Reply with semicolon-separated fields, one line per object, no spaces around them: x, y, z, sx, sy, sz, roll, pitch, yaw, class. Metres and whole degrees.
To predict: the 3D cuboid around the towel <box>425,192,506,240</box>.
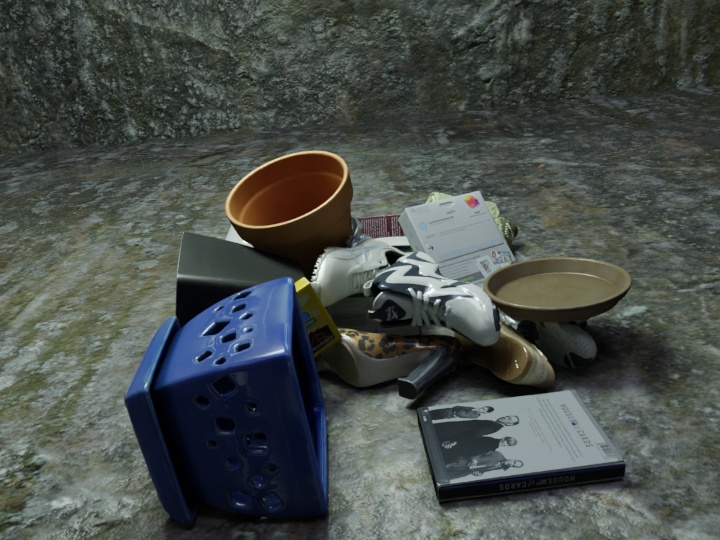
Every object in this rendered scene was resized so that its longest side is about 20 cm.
0.191;-0.047;1.212;0.148;0.037;0.200;7;55;-17;towel

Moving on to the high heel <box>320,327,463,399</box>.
0.039;0.108;0.985;0.200;0.072;0.142;21;32;33;high heel

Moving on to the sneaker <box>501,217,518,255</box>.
0.273;-0.072;1.376;0.090;0.067;0.200;-16;20;-10;sneaker

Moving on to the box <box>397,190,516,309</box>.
0.171;-0.025;1.144;0.156;0.200;0.041;-16;-19;-27;box

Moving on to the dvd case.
0.173;0.193;0.795;0.200;0.025;0.150;-6;21;-2;dvd case

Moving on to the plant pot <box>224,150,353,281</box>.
-0.096;-0.076;1.110;0.200;0.140;0.200;-12;38;10;plant pot

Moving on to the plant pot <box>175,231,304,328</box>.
-0.168;0.069;0.989;0.177;0.200;0.200;1;20;-13;plant pot

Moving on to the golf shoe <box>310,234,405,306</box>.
0.000;0.000;1.035;0.097;0.078;0.200;12;29;25;golf shoe

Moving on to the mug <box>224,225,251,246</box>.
-0.179;-0.036;1.303;0.186;0.150;0.153;-18;24;22;mug

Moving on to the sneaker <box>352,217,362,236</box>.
-0.071;-0.096;1.289;0.114;0.076;0.199;33;6;-30;sneaker

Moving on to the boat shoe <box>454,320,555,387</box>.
0.192;0.109;0.964;0.064;0.071;0.200;25;10;-23;boat shoe

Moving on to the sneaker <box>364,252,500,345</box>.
0.081;0.053;0.935;0.129;0.080;0.199;-22;46;-26;sneaker

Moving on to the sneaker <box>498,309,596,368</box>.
0.302;0.065;1.007;0.129;0.080;0.199;-22;15;-15;sneaker

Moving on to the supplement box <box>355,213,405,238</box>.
0.066;-0.075;1.378;0.200;0.061;0.109;-4;-4;21;supplement box

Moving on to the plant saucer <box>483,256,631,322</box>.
0.273;0.026;0.978;0.200;0.030;0.200;-8;19;3;plant saucer

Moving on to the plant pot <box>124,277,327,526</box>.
-0.141;0.146;0.773;0.179;0.200;0.200;-12;22;1;plant pot

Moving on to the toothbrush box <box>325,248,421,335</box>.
0.030;0.036;1.147;0.146;0.085;0.200;-2;21;9;toothbrush box

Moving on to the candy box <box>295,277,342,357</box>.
-0.128;0.105;0.899;0.200;0.102;0.026;-35;31;-10;candy box

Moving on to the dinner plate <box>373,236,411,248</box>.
0.069;-0.041;1.292;0.200;0.024;0.200;-1;-8;0;dinner plate
